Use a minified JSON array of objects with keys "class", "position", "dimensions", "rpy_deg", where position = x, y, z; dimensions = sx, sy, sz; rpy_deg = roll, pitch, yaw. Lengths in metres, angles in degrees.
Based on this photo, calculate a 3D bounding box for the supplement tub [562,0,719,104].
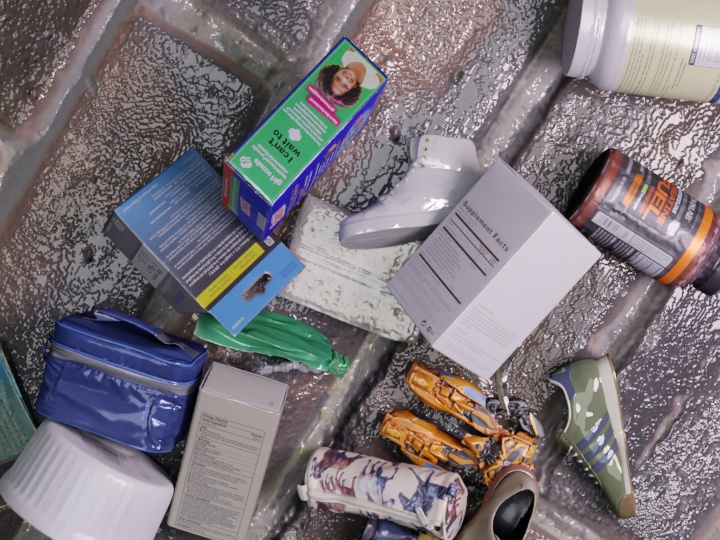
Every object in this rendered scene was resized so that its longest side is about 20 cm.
[{"class":"supplement tub","position":[0.341,-0.274,1.238],"dimensions":[0.196,0.145,0.148],"rpy_deg":[7,95,1]}]

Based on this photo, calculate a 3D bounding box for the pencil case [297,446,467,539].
[{"class":"pencil case","position":[0.027,0.269,1.305],"dimensions":[0.196,0.089,0.079],"rpy_deg":[8,104,19]}]

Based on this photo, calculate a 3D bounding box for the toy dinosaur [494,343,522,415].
[{"class":"toy dinosaur","position":[0.177,0.065,1.311],"dimensions":[0.087,0.047,0.203],"rpy_deg":[16,78,33]}]

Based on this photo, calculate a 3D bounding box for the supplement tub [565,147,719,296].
[{"class":"supplement tub","position":[0.350,-0.052,1.277],"dimensions":[0.198,0.107,0.108],"rpy_deg":[31,95,-1]}]

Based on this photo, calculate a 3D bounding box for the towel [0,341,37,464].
[{"class":"towel","position":[-0.515,0.191,1.374],"dimensions":[0.197,0.022,0.149],"rpy_deg":[-22,93,6]}]

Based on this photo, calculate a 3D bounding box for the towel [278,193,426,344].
[{"class":"towel","position":[0.000,0.000,1.332],"dimensions":[0.197,0.034,0.135],"rpy_deg":[22,94,1]}]

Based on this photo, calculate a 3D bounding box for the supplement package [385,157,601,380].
[{"class":"supplement package","position":[0.152,0.000,1.239],"dimensions":[0.200,0.120,0.121],"rpy_deg":[-48,135,10]}]

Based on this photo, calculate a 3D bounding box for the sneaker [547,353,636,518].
[{"class":"sneaker","position":[0.281,0.207,1.326],"dimensions":[0.088,0.067,0.204],"rpy_deg":[-9,94,11]}]

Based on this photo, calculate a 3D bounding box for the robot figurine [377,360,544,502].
[{"class":"robot figurine","position":[0.129,0.204,1.330],"dimensions":[0.198,0.058,0.147],"rpy_deg":[28,98,0]}]

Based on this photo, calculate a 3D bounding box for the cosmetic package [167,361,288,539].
[{"class":"cosmetic package","position":[-0.161,0.224,1.308],"dimensions":[0.103,0.071,0.203],"rpy_deg":[18,113,-1]}]

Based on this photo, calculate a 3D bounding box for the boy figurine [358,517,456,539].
[{"class":"boy figurine","position":[0.086,0.377,1.345],"dimensions":[0.197,0.064,0.126],"rpy_deg":[24,89,2]}]

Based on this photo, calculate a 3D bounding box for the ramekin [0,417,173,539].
[{"class":"ramekin","position":[-0.319,0.257,1.287],"dimensions":[0.198,0.200,0.099],"rpy_deg":[30,88,-1]}]

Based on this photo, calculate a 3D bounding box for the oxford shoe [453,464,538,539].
[{"class":"oxford shoe","position":[0.151,0.328,1.275],"dimensions":[0.069,0.075,0.203],"rpy_deg":[22,95,-1]}]

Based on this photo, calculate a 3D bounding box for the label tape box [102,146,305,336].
[{"class":"label tape box","position":[-0.185,-0.025,1.282],"dimensions":[0.200,0.063,0.144],"rpy_deg":[47,53,-2]}]

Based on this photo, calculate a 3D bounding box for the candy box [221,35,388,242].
[{"class":"candy box","position":[-0.068,-0.145,1.228],"dimensions":[0.077,0.169,0.201],"rpy_deg":[40,75,0]}]

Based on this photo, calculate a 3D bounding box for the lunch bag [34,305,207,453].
[{"class":"lunch bag","position":[-0.290,0.119,1.301],"dimensions":[0.197,0.136,0.135],"rpy_deg":[18,95,2]}]

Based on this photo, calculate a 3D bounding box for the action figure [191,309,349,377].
[{"class":"action figure","position":[-0.105,0.089,1.319],"dimensions":[0.197,0.119,0.055],"rpy_deg":[20,119,-8]}]

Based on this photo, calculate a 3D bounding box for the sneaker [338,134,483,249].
[{"class":"sneaker","position":[0.056,-0.098,1.289],"dimensions":[0.197,0.074,0.118],"rpy_deg":[-13,77,-14]}]
